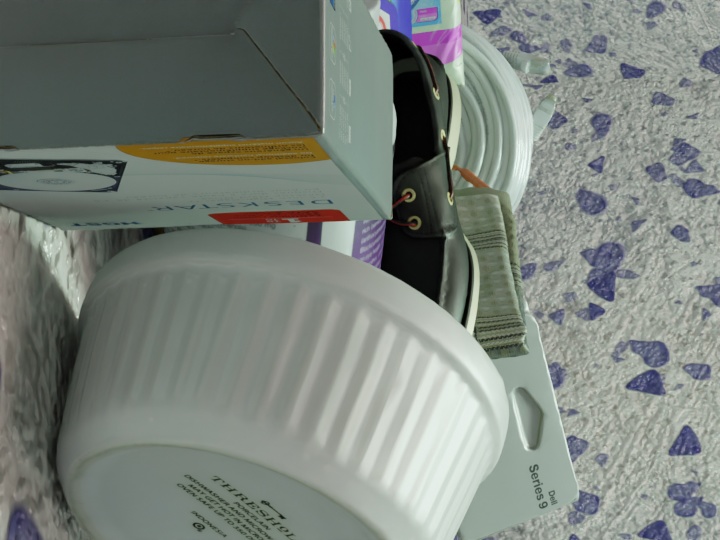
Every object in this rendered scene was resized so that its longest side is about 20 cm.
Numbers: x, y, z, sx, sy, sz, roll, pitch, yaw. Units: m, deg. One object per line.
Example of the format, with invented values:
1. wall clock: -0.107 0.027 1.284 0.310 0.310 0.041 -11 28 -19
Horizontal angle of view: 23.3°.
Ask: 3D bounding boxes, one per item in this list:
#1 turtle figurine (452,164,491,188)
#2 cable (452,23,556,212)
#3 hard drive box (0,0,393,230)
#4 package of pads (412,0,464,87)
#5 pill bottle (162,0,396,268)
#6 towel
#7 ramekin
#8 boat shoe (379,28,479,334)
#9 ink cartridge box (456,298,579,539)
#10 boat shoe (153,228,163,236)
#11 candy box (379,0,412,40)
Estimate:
1. turtle figurine: -0.005 -0.031 1.237 0.064 0.199 0.163 -18 126 -61
2. cable: 0.032 -0.096 1.326 0.069 0.198 0.202 -21 132 -77
3. hard drive box: -0.073 -0.068 0.677 0.200 0.154 0.078 33 55 -80
4. package of pads: -0.010 -0.218 1.202 0.068 0.153 0.202 -96 -179 -56
5. pill bottle: -0.041 -0.040 0.851 0.112 0.110 0.202 -76 174 -64
6. towel: 0.000 0.000 1.023 0.201 0.190 0.035 -90 173 -63
7. ramekin: -0.042 0.080 0.767 0.203 0.200 0.095 78 25 -52
8. boat shoe: 0.019 -0.033 0.930 0.063 0.073 0.203 36 46 -52
9. ink cartridge box: 0.056 0.058 1.117 0.200 0.083 0.147 -125 -164 -66
10. boat shoe: -0.037 -0.047 0.992 0.199 0.074 0.063 -12 99 -45
11. candy box: -0.043 -0.186 1.014 0.169 0.076 0.202 25 60 -52
